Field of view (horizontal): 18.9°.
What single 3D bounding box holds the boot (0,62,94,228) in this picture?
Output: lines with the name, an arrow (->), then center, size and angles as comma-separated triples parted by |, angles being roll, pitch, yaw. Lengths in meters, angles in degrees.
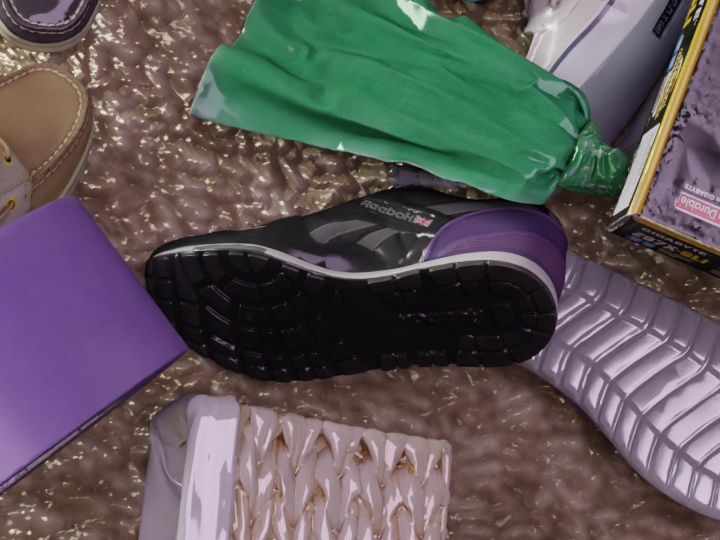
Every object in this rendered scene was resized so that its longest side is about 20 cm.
boot -> -0.182, -0.065, 0.936 | 0.072, 0.155, 0.200 | 33, 51, 16

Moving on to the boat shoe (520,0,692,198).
boat shoe -> 0.115, -0.128, 1.067 | 0.070, 0.071, 0.200 | 32, 90, 29

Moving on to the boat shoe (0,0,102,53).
boat shoe -> -0.146, -0.206, 1.028 | 0.072, 0.065, 0.201 | 8, 82, -9

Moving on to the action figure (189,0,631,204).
action figure -> 0.035, -0.078, 1.013 | 0.199, 0.055, 0.118 | 23, 69, 18

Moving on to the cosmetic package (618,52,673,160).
cosmetic package -> 0.265, -0.096, 1.054 | 0.200, 0.123, 0.200 | 32, 80, -5

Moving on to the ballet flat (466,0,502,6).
ballet flat -> 0.011, -0.212, 1.064 | 0.200, 0.069, 0.063 | 46, 51, -1

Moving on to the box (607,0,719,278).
box -> 0.230, -0.056, 0.959 | 0.199, 0.049, 0.160 | 23, 79, -5

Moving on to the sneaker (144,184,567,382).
sneaker -> 0.000, 0.000, 1.029 | 0.199, 0.088, 0.076 | 2, 126, 12

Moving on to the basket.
basket -> -0.037, 0.163, 0.968 | 0.123, 0.136, 0.201 | 8, 82, -13

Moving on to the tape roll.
tape roll -> -0.176, 0.060, 0.921 | 0.200, 0.200, 0.085 | -37, 91, -12

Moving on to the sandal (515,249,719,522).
sandal -> 0.131, 0.047, 1.052 | 0.202, 0.050, 0.083 | 39, 82, 12
